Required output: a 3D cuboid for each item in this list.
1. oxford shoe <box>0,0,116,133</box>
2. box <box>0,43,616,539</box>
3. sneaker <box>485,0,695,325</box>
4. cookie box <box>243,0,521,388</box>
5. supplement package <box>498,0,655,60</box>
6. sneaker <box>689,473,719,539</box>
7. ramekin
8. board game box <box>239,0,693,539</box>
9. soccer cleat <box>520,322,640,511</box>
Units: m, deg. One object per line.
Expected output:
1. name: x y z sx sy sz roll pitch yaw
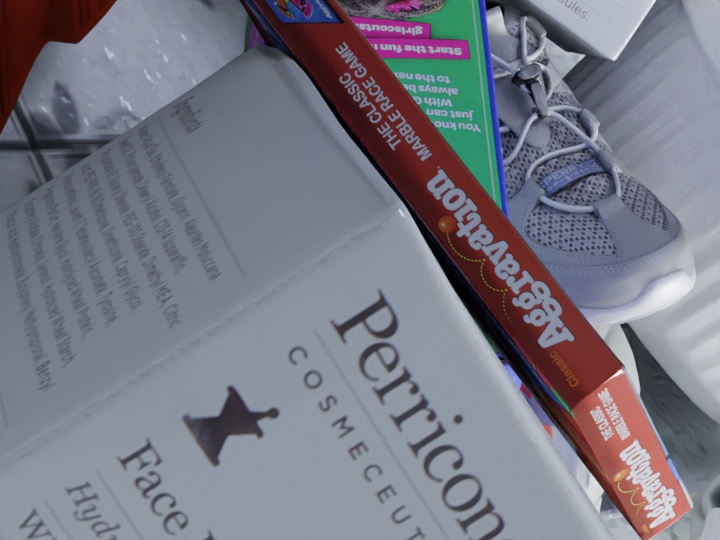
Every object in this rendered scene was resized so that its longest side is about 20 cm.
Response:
1. oxford shoe: -0.145 -0.084 0.913 0.072 0.071 0.200 21 39 16
2. box: -0.011 0.074 0.665 0.199 0.130 0.200 57 0 -17
3. sneaker: 0.046 -0.055 1.018 0.075 0.082 0.200 -26 53 -31
4. cookie box: 0.000 0.000 0.887 0.075 0.172 0.201 0 50 -6
5. supplement package: 0.041 -0.185 1.074 0.200 0.111 0.156 34 3 -6
6. sneaker: 0.176 0.099 1.078 0.080 0.070 0.200 45 23 7
7. ramekin: 0.160 -0.025 1.118 0.200 0.105 0.200 47 20 -23
8. board game box: 0.017 -0.023 0.736 0.200 0.019 0.103 53 0 29
9. soccer cleat: 0.073 0.061 1.011 0.077 0.069 0.201 36 34 -26
